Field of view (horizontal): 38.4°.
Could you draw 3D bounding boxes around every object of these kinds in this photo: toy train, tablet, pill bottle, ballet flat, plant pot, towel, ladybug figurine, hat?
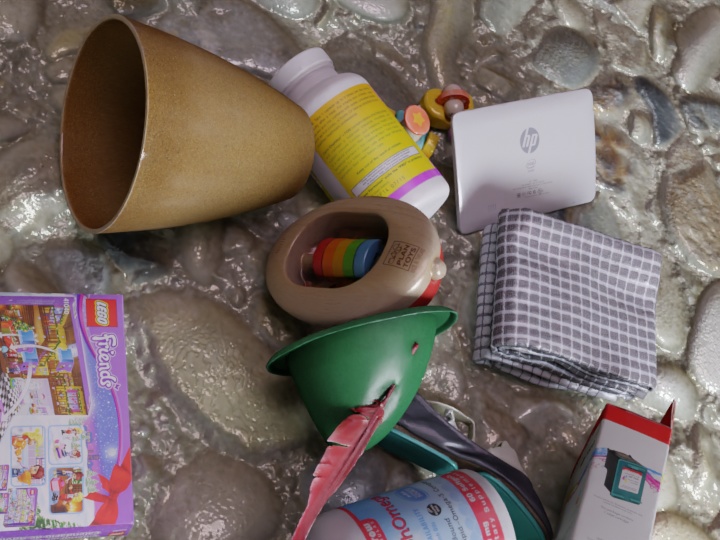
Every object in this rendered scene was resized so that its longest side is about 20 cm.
[{"bbox_3d":[0.106,-0.140,1.129,0.199,0.056,0.151,-21,73,-32],"label":"toy train"},{"bbox_3d":[0.183,-0.122,1.135,0.198,0.014,0.132,-15,108,-30],"label":"tablet"},{"bbox_3d":[-0.007,-0.125,1.041,0.104,0.104,0.201,-31,79,-34],"label":"pill bottle"},{"bbox_3d":[0.022,0.240,0.852,0.198,0.109,0.110,-11,68,-29],"label":"pill bottle"},{"bbox_3d":[0.102,0.173,0.951,0.199,0.073,0.073,34,55,-1],"label":"ballet flat"},{"bbox_3d":[-0.147,-0.119,0.947,0.199,0.186,0.188,5,60,-37],"label":"plant pot"},{"bbox_3d":[0.219,0.037,1.066,0.198,0.086,0.167,16,59,-16],"label":"towel"},{"bbox_3d":[0.000,0.000,0.944,0.072,0.199,0.137,46,63,-40],"label":"ladybug figurine"},{"bbox_3d":[0.012,0.143,0.878,0.198,0.166,0.178,-13,74,-10],"label":"hat"}]

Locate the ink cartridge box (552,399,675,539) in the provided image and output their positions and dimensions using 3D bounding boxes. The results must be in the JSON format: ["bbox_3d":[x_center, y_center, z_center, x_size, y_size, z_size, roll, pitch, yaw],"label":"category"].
[{"bbox_3d":[0.225,0.209,0.940,0.067,0.117,0.201,21,44,9],"label":"ink cartridge box"}]

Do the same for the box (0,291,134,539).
[{"bbox_3d":[-0.258,0.115,0.837,0.135,0.039,0.202,2,62,-22],"label":"box"}]
